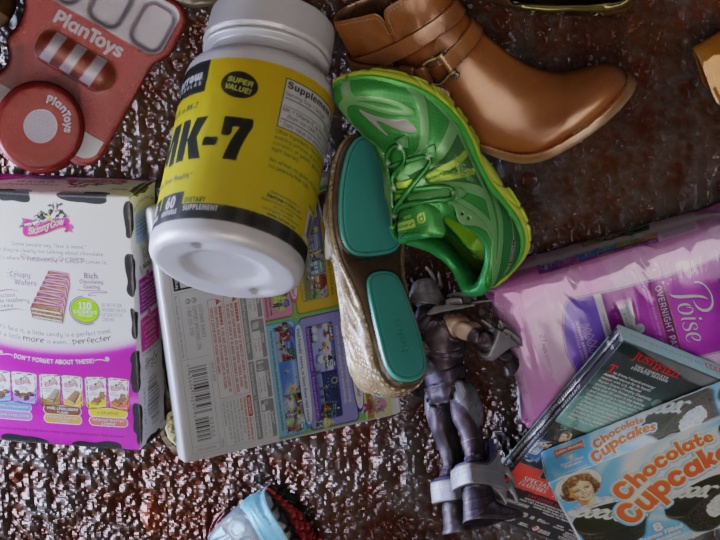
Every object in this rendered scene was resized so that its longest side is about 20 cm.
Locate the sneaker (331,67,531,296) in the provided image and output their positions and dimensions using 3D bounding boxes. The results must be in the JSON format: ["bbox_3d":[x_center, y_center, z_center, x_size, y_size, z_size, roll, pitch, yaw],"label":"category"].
[{"bbox_3d":[0.050,-0.064,1.581,0.074,0.084,0.200,-20,118,47],"label":"sneaker"}]

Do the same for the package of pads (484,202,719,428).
[{"bbox_3d":[0.201,0.035,1.667,0.198,0.076,0.121,-15,108,7],"label":"package of pads"}]

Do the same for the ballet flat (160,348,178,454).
[{"bbox_3d":[-0.121,0.053,1.701,0.067,0.046,0.201,15,105,-1],"label":"ballet flat"}]

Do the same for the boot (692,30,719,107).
[{"bbox_3d":[0.310,-0.189,1.600,0.143,0.071,0.203,-17,110,0],"label":"boot"}]

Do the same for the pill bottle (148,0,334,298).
[{"bbox_3d":[-0.081,-0.092,1.584,0.113,0.114,0.202,10,68,0],"label":"pill bottle"}]

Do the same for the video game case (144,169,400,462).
[{"bbox_3d":[-0.065,0.032,1.672,0.181,0.022,0.202,-12,106,-18],"label":"video game case"}]

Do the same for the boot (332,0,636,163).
[{"bbox_3d":[0.088,-0.155,1.612,0.199,0.077,0.156,-16,114,26],"label":"boot"}]

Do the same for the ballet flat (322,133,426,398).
[{"bbox_3d":[0.000,0.000,1.633,0.070,0.065,0.202,3,71,-33],"label":"ballet flat"}]

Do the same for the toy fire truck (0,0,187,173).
[{"bbox_3d":[-0.249,-0.172,1.621,0.199,0.112,0.169,30,88,-6],"label":"toy fire truck"}]

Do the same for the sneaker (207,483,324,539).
[{"bbox_3d":[-0.054,0.272,1.752,0.095,0.079,0.201,-26,94,19],"label":"sneaker"}]

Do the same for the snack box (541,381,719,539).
[{"bbox_3d":[0.248,0.148,1.649,0.199,0.037,0.117,-23,129,11],"label":"snack box"}]

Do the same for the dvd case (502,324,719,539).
[{"bbox_3d":[0.198,0.137,1.671,0.145,0.022,0.200,21,125,-23],"label":"dvd case"}]

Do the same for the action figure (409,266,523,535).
[{"bbox_3d":[0.068,0.095,1.651,0.130,0.069,0.202,-22,78,50],"label":"action figure"}]

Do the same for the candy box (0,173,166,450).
[{"bbox_3d":[-0.224,0.030,1.681,0.135,0.061,0.202,4,107,14],"label":"candy box"}]

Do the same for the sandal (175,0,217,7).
[{"bbox_3d":[-0.066,-0.239,1.605,0.198,0.054,0.081,-6,103,19],"label":"sandal"}]

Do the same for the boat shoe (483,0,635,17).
[{"bbox_3d":[0.108,-0.229,1.602,0.198,0.068,0.073,8,107,1],"label":"boat shoe"}]
